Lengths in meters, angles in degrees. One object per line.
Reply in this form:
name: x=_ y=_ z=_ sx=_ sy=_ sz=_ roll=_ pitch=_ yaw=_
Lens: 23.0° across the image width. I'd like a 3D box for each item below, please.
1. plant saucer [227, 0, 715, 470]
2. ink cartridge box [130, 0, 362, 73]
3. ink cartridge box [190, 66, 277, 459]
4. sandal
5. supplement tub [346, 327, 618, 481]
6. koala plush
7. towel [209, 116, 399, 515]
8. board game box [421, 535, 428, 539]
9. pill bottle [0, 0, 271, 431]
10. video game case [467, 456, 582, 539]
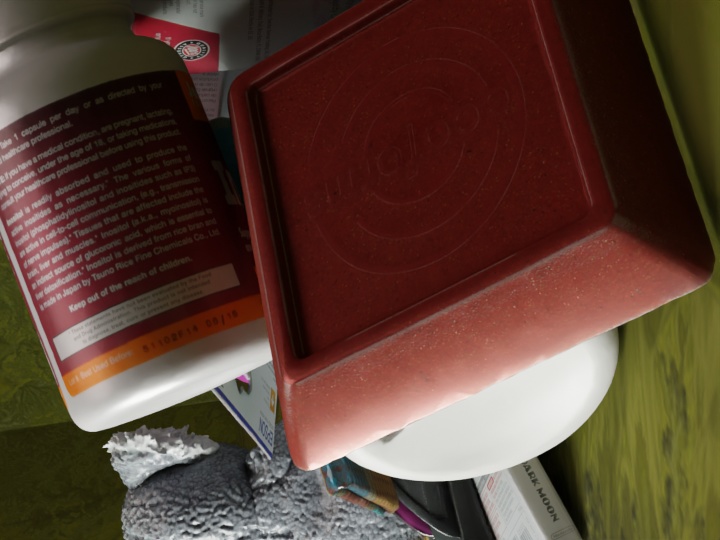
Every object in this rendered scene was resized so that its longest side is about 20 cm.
plant saucer: x=0.027 y=-0.046 z=0.735 sx=0.037 sy=0.199 sz=0.201 roll=31 pitch=-141 yaw=-50
ink cartridge box: x=-0.026 y=-0.200 z=0.911 sx=0.145 sy=0.198 sz=0.146 roll=105 pitch=159 yaw=-67
ink cartridge box: x=-0.079 y=-0.012 z=1.020 sx=0.197 sy=0.043 sz=0.202 roll=65 pitch=-151 yaw=-67
sandal: x=0.032 y=0.124 z=1.001 sx=0.202 sy=0.048 sz=0.075 roll=67 pitch=164 yaw=5
supplement tub: x=0.031 y=-0.017 z=0.851 sx=0.146 sy=0.144 sz=0.201 roll=92 pitch=167 yaw=-48
koala plush: x=-0.070 y=0.158 z=1.198 sx=0.184 sy=0.198 sz=0.179 roll=-120 pitch=26 yaw=-67
towel: x=-0.030 y=0.028 z=0.930 sx=0.147 sy=0.022 sz=0.201 roll=46 pitch=-156 yaw=-73
board game box: x=0.053 y=0.195 z=1.240 sx=0.152 sy=0.046 sz=0.201 roll=-111 pitch=17 yaw=-59
pill bottle: x=-0.117 y=-0.036 z=0.833 sx=0.113 sy=0.112 sz=0.201 roll=131 pitch=117 yaw=-79
video game case: x=0.060 y=0.115 z=1.029 sx=0.183 sy=0.023 sz=0.200 roll=61 pitch=163 yaw=21
